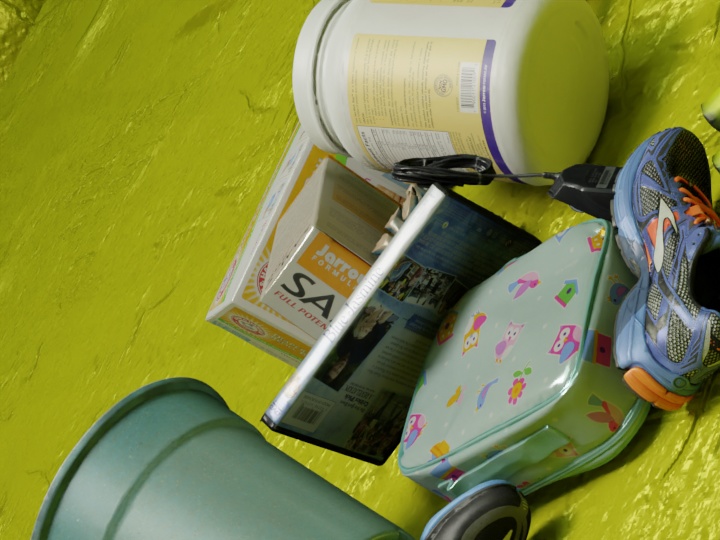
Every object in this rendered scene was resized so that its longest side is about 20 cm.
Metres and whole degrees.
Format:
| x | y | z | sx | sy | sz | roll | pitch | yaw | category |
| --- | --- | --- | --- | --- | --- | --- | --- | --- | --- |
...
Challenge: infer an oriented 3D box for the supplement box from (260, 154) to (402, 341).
| x | y | z | sx | sy | sz | roll | pitch | yaw | category |
| --- | --- | --- | --- | --- | --- | --- | --- | --- | --- |
| 0.000 | 0.000 | 1.694 | 0.074 | 0.126 | 0.200 | -52 | 9 | 15 | supplement box |

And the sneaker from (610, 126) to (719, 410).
| x | y | z | sx | sy | sz | roll | pitch | yaw | category |
| --- | --- | --- | --- | --- | --- | --- | --- | --- | --- |
| 0.205 | -0.009 | 1.388 | 0.078 | 0.075 | 0.200 | -33 | 41 | 38 | sneaker |

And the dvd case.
| x | y | z | sx | sy | sz | roll | pitch | yaw | category |
| --- | --- | --- | --- | --- | --- | --- | --- | --- | --- |
| 0.032 | 0.041 | 1.551 | 0.018 | 0.143 | 0.200 | 42 | 100 | 34 | dvd case |

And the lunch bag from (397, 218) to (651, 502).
| x | y | z | sx | sy | sz | roll | pitch | yaw | category |
| --- | --- | --- | --- | --- | --- | --- | --- | --- | --- |
| 0.112 | 0.071 | 1.467 | 0.200 | 0.077 | 0.161 | -35 | 33 | 47 | lunch bag |

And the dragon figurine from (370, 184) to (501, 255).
| x | y | z | sx | sy | sz | roll | pitch | yaw | category |
| --- | --- | --- | --- | --- | --- | --- | --- | --- | --- |
| 0.066 | -0.014 | 1.613 | 0.059 | 0.099 | 0.200 | -59 | 1 | 15 | dragon figurine |

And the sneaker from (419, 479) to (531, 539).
| x | y | z | sx | sy | sz | roll | pitch | yaw | category |
| --- | --- | --- | --- | --- | --- | --- | --- | --- | --- |
| 0.059 | 0.226 | 1.405 | 0.083 | 0.071 | 0.200 | 18 | 78 | 55 | sneaker |

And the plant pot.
| x | y | z | sx | sy | sz | roll | pitch | yaw | category |
| --- | --- | --- | --- | --- | --- | --- | --- | --- | --- |
| -0.076 | 0.196 | 1.459 | 0.196 | 0.200 | 0.201 | 24 | 81 | 33 | plant pot |

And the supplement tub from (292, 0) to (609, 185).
| x | y | z | sx | sy | sz | roll | pitch | yaw | category |
| --- | --- | --- | --- | --- | --- | --- | --- | --- | --- |
| 0.065 | -0.140 | 1.663 | 0.200 | 0.145 | 0.146 | 7 | 64 | 34 | supplement tub |

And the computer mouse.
| x | y | z | sx | sy | sz | roll | pitch | yaw | category |
| --- | --- | --- | --- | --- | --- | --- | --- | --- | --- |
| 0.118 | -0.052 | 1.514 | 0.059 | 0.199 | 0.034 | -48 | -38 | -64 | computer mouse |

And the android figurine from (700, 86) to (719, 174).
| x | y | z | sx | sy | sz | roll | pitch | yaw | category |
| --- | --- | --- | --- | --- | --- | --- | --- | --- | --- |
| 0.290 | -0.144 | 1.410 | 0.200 | 0.041 | 0.182 | -48 | 23 | 31 | android figurine |

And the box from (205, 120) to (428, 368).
| x | y | z | sx | sy | sz | roll | pitch | yaw | category |
| --- | --- | --- | --- | --- | --- | --- | --- | --- | --- |
| -0.030 | -0.027 | 1.850 | 0.200 | 0.112 | 0.101 | -66 | 11 | -16 | box |
